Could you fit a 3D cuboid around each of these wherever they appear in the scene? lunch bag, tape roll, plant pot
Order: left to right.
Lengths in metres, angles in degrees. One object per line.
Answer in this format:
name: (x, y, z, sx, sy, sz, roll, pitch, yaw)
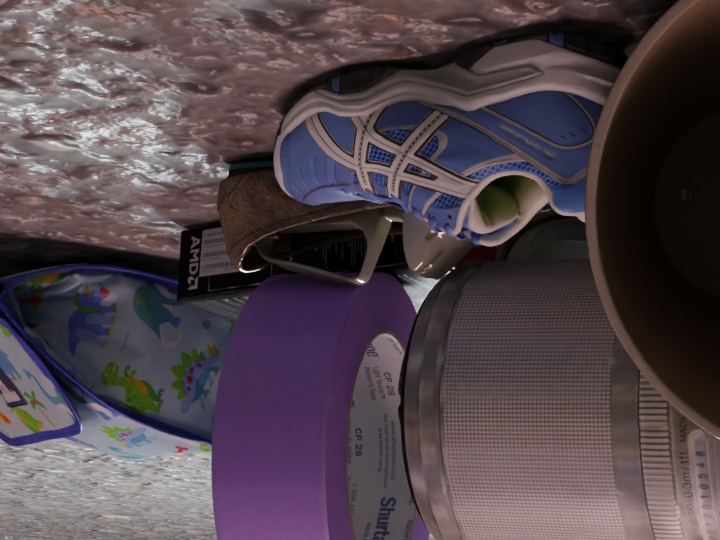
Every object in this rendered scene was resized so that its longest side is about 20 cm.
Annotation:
lunch bag: (-0.195, 0.058, 1.156, 0.199, 0.129, 0.169, 24, 159, -27)
tape roll: (-0.015, 0.102, 0.927, 0.065, 0.203, 0.200, -2, 166, 18)
plant pot: (0.176, -0.027, 0.685, 0.185, 0.190, 0.200, 1, -178, 3)

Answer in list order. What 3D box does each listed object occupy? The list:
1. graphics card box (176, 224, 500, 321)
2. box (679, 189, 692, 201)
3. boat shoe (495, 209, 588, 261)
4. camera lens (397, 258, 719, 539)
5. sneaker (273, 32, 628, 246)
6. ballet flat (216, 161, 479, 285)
graphics card box: (0.000, 0.000, 1.026, 0.198, 0.051, 0.125, -10, 162, 34)
box: (0.262, -0.032, 0.901, 0.198, 0.042, 0.119, 1, 167, -11)
boat shoe: (0.174, 0.019, 0.969, 0.198, 0.075, 0.069, 15, -154, -23)
camera lens: (0.129, 0.074, 0.865, 0.198, 0.162, 0.160, -1, 167, 25)
sneaker: (0.032, -0.051, 0.761, 0.075, 0.078, 0.199, 12, 164, -43)
ballet flat: (0.016, -0.027, 0.878, 0.198, 0.068, 0.068, -6, 163, 25)
